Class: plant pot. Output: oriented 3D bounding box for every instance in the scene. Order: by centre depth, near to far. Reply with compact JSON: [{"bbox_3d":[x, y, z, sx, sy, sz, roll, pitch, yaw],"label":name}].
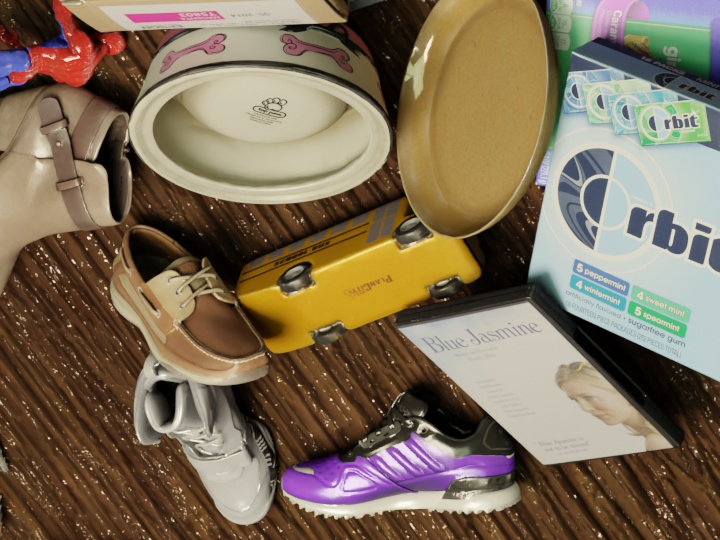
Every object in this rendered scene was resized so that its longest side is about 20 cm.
[{"bbox_3d":[0.090,-0.122,1.577,0.027,0.200,0.200,6,120,-30],"label":"plant pot"}]

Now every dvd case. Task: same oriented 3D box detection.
[{"bbox_3d":[0.139,0.084,1.645,0.143,0.018,0.200,-13,133,45],"label":"dvd case"}]

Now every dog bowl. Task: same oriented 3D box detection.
[{"bbox_3d":[-0.074,-0.129,1.613,0.200,0.074,0.200,2,152,1],"label":"dog bowl"}]

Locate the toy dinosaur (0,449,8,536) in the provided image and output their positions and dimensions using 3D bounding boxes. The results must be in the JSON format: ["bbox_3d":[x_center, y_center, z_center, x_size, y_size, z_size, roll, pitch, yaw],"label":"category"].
[{"bbox_3d":[-0.390,0.160,1.875,0.136,0.102,0.200,-25,88,0],"label":"toy dinosaur"}]

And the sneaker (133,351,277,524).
[{"bbox_3d":[-0.132,0.136,1.761,0.075,0.115,0.200,-10,108,20],"label":"sneaker"}]

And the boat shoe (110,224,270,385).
[{"bbox_3d":[-0.141,0.026,1.694,0.200,0.076,0.072,34,133,42],"label":"boat shoe"}]

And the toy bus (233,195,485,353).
[{"bbox_3d":[0.000,0.000,1.685,0.200,0.078,0.065,-22,115,23],"label":"toy bus"}]

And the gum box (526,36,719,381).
[{"bbox_3d":[0.214,-0.043,1.517,0.170,0.045,0.200,26,123,27],"label":"gum box"}]

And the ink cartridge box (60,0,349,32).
[{"bbox_3d":[-0.106,-0.260,1.524,0.200,0.075,0.165,0,78,17],"label":"ink cartridge box"}]

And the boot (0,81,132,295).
[{"bbox_3d":[-0.256,-0.055,1.737,0.146,0.070,0.200,10,104,26],"label":"boot"}]

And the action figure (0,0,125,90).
[{"bbox_3d":[-0.287,-0.180,1.680,0.099,0.200,0.065,65,155,23],"label":"action figure"}]

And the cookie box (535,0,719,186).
[{"bbox_3d":[0.237,-0.139,1.565,0.200,0.075,0.171,7,114,13],"label":"cookie box"}]

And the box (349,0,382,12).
[{"bbox_3d":[-0.056,-0.285,1.608,0.158,0.051,0.200,-17,105,22],"label":"box"}]

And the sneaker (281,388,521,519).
[{"bbox_3d":[0.031,0.146,1.749,0.200,0.070,0.100,-3,103,13],"label":"sneaker"}]
